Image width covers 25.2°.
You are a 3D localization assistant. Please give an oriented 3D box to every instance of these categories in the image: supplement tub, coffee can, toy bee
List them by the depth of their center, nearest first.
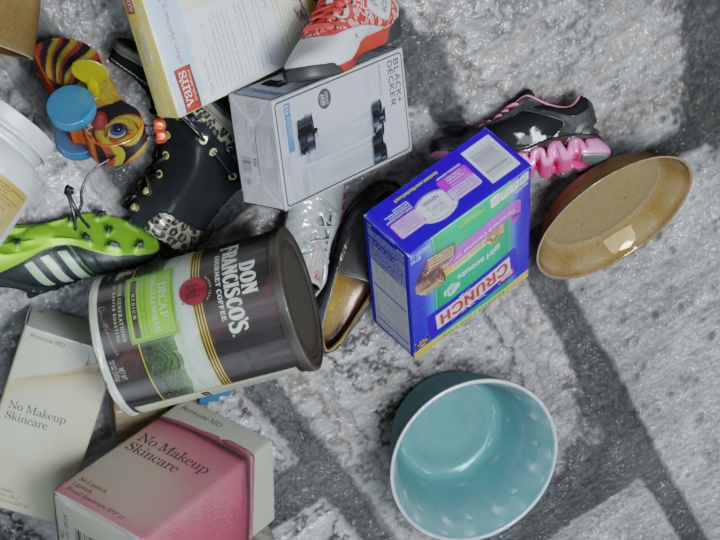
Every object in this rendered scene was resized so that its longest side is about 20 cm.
[{"bbox_3d":[-0.394,-0.070,1.517,0.144,0.144,0.201,38,78,-27],"label":"supplement tub"},{"bbox_3d":[-0.243,-0.139,1.542,0.108,0.131,0.201,-14,82,-9],"label":"toy bee"},{"bbox_3d":[-0.152,0.052,1.608,0.199,0.147,0.147,-15,116,9],"label":"coffee can"}]

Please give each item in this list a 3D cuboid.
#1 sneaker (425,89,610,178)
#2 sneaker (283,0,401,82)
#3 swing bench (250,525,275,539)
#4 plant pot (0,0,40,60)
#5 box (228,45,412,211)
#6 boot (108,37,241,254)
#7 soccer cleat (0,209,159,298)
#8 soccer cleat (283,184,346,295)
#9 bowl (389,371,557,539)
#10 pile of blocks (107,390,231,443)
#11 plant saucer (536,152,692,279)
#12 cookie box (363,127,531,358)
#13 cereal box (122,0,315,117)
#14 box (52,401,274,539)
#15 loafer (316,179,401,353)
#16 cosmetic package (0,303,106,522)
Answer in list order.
[{"bbox_3d":[0.167,-0.148,1.744,0.198,0.079,0.096,-5,74,-4],"label":"sneaker"},{"bbox_3d":[-0.026,-0.258,1.580,0.067,0.201,0.109,0,112,30],"label":"sneaker"},{"bbox_3d":[-0.171,0.327,1.732,0.199,0.199,0.131,-11,115,-14],"label":"swing bench"},{"bbox_3d":[-0.361,-0.312,1.449,0.185,0.186,0.201,15,90,-23],"label":"plant pot"},{"bbox_3d":[-0.036,-0.149,1.617,0.199,0.060,0.117,-27,120,-43],"label":"box"},{"bbox_3d":[-0.200,-0.122,1.621,0.203,0.074,0.154,35,99,-25],"label":"boot"},{"bbox_3d":[-0.305,-0.013,1.638,0.199,0.068,0.081,-3,135,-22],"label":"soccer cleat"},{"bbox_3d":[-0.056,-0.024,1.698,0.068,0.085,0.201,15,105,-23],"label":"soccer cleat"},{"bbox_3d":[0.112,0.195,1.829,0.199,0.105,0.202,-7,113,-17],"label":"bowl"},{"bbox_3d":[-0.185,0.111,1.727,0.199,0.062,0.082,-28,133,-1],"label":"pile of blocks"},{"bbox_3d":[0.273,-0.068,1.780,0.199,0.036,0.201,-23,150,-14],"label":"plant saucer"},{"bbox_3d":[0.094,-0.025,1.687,0.171,0.075,0.201,-36,151,-18],"label":"cookie box"},{"bbox_3d":[-0.132,-0.250,1.559,0.199,0.039,0.145,-30,115,-35],"label":"cereal box"},{"bbox_3d":[-0.196,0.239,1.632,0.200,0.127,0.110,-35,136,-44],"label":"box"},{"bbox_3d":[0.000,0.000,1.734,0.072,0.072,0.201,19,102,-23],"label":"loafer"},{"bbox_3d":[-0.326,0.149,1.673,0.103,0.073,0.201,16,105,-10],"label":"cosmetic package"}]
